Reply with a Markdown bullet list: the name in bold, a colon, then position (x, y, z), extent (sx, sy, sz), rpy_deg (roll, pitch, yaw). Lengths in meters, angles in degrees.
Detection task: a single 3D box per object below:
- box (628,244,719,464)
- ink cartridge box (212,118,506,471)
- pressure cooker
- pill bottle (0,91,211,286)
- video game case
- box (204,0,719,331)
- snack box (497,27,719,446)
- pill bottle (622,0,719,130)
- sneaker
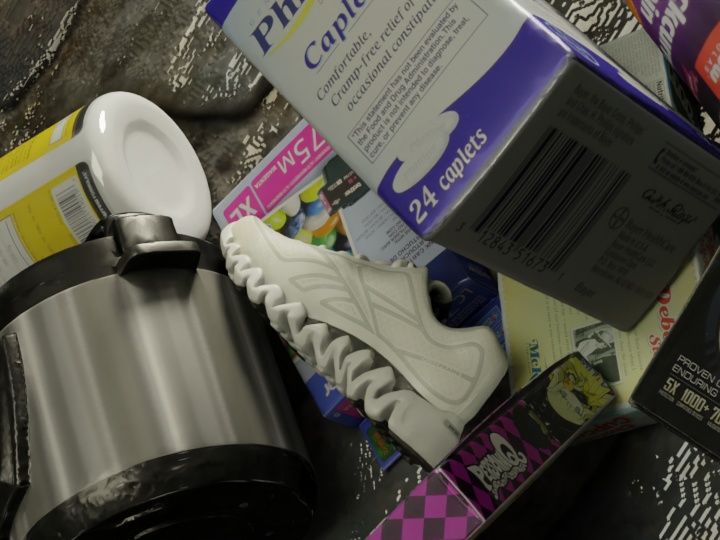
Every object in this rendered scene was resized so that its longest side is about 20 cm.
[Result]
- **box**: position (0.237, 0.082, 0.709), extent (0.199, 0.163, 0.087), rpy_deg (35, 96, 39)
- **ink cartridge box**: position (0.000, 0.000, 0.991), extent (0.119, 0.042, 0.201), rpy_deg (-43, 56, 17)
- **pressure cooker**: position (-0.129, 0.075, 0.975), extent (0.175, 0.179, 0.202), rpy_deg (-27, 61, 13)
- **pill bottle**: position (-0.200, -0.022, 1.097), extent (0.199, 0.112, 0.113), rpy_deg (-27, 61, 26)
- **video game case**: position (0.022, 0.136, 0.820), extent (0.036, 0.181, 0.200), rpy_deg (46, 117, 9)
- **box**: position (0.057, -0.086, 0.836), extent (0.105, 0.183, 0.200), rpy_deg (-52, 52, 12)
- **snack box**: position (0.127, -0.017, 0.903), extent (0.115, 0.037, 0.202), rpy_deg (-19, 64, 31)
- **pill bottle**: position (0.202, -0.123, 0.834), extent (0.111, 0.111, 0.201), rpy_deg (-41, 59, 18)
- **sneaker**: position (0.000, 0.023, 0.921), extent (0.081, 0.075, 0.200), rpy_deg (-47, 53, -4)
